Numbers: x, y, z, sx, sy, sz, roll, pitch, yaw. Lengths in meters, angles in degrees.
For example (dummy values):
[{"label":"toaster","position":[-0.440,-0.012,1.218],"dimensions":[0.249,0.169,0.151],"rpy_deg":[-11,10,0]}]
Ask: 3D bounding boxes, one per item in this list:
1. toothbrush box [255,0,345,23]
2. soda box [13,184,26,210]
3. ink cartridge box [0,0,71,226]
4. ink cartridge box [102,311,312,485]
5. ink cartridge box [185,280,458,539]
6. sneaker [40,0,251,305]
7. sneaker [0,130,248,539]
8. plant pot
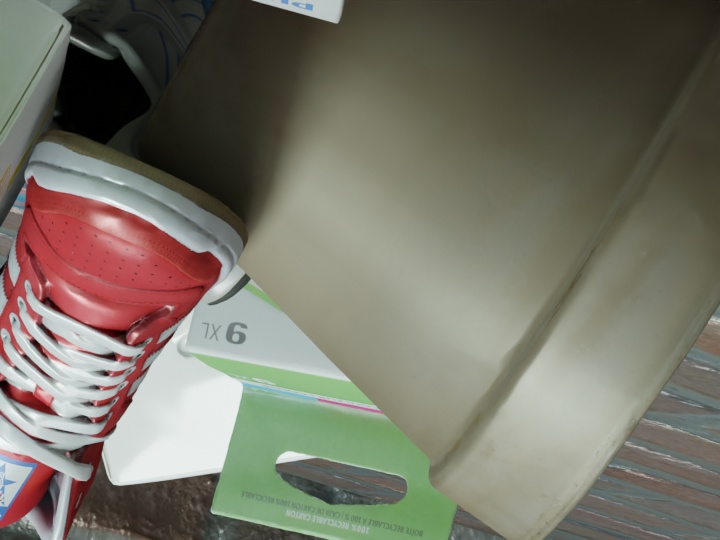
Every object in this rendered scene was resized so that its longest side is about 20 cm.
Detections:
[{"label":"toothbrush box","position":[-0.060,-0.138,0.684],"dimensions":[0.146,0.086,0.200],"rpy_deg":[15,170,0]},{"label":"soda box","position":[-0.224,-0.087,1.309],"dimensions":[0.200,0.068,0.064],"rpy_deg":[17,171,-9]},{"label":"ink cartridge box","position":[-0.171,-0.036,0.828],"dimensions":[0.129,0.125,0.200],"rpy_deg":[29,170,-3]},{"label":"ink cartridge box","position":[-0.030,0.030,1.342],"dimensions":[0.145,0.084,0.200],"rpy_deg":[-10,-172,18]},{"label":"ink cartridge box","position":[0.000,0.000,1.071],"dimensions":[0.104,0.200,0.059],"rpy_deg":[10,170,23]},{"label":"sneaker","position":[-0.088,-0.075,1.007],"dimensions":[0.087,0.075,0.200],"rpy_deg":[36,-166,-36]},{"label":"sneaker","position":[-0.096,0.028,0.873],"dimensions":[0.071,0.113,0.200],"rpy_deg":[28,166,-4]},{"label":"plant pot","position":[0.033,-0.041,0.900],"dimensions":[0.173,0.200,0.200],"rpy_deg":[32,170,-1]}]
